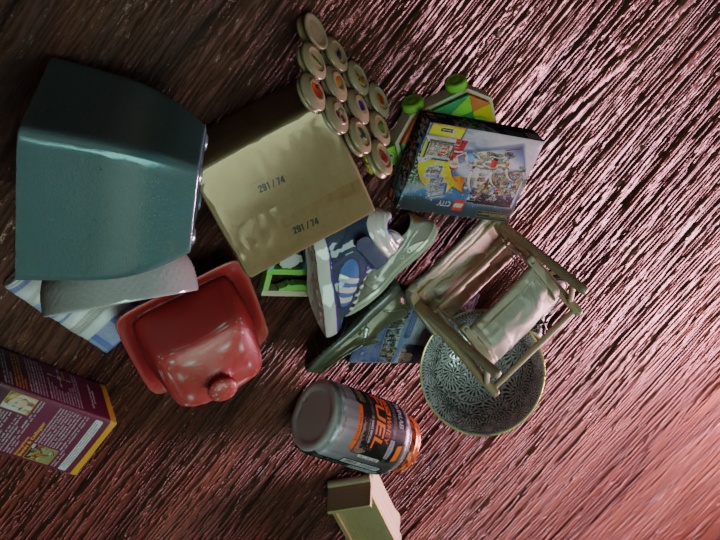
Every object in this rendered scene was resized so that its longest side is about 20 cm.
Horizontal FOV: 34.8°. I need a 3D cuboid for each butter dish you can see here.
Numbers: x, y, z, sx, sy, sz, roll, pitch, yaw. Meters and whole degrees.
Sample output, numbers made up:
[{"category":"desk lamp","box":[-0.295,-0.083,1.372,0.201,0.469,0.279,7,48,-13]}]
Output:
[{"category":"butter dish","box":[-0.214,0.119,1.607,0.198,0.148,0.200,-26,140,-9]}]

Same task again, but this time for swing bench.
[{"category":"swing bench","box":[0.204,0.043,1.740,0.199,0.200,0.130,-42,162,-9]}]

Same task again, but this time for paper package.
[{"category":"paper package","box":[-0.110,-0.120,1.510,0.199,0.104,0.192,-29,125,-4]}]

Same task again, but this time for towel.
[{"category":"towel","box":[-0.363,0.022,1.555,0.147,0.024,0.200,-41,132,7]}]

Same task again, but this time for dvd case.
[{"category":"dvd case","box":[0.084,0.088,1.838,0.198,0.018,0.144,3,122,-28]}]

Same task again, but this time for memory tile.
[{"category":"memory tile","box":[-0.018,-0.223,1.467,0.017,0.155,0.200,-22,140,27]}]

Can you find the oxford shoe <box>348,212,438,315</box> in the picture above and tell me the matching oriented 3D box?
[{"category":"oxford shoe","box":[0.028,-0.012,1.703,0.058,0.075,0.200,41,102,-22]}]

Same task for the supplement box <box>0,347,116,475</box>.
[{"category":"supplement box","box":[-0.456,0.195,1.595,0.199,0.086,0.111,28,109,-39]}]

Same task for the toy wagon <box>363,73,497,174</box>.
[{"category":"toy wagon","box":[0.100,-0.182,1.626,0.198,0.040,0.156,-26,132,-8]}]

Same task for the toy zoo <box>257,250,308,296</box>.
[{"category":"toy zoo","box":[-0.065,-0.050,1.654,0.130,0.021,0.202,1,123,-27]}]

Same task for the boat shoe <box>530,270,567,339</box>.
[{"category":"boat shoe","box":[0.282,0.090,1.909,0.073,0.065,0.201,21,113,-38]}]

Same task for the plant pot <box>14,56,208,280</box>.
[{"category":"plant pot","box":[-0.283,-0.107,1.341,0.197,0.197,0.198,8,123,-7]}]

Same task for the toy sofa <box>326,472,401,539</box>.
[{"category":"toy sofa","box":[0.008,0.433,2.030,0.082,0.098,0.201,-11,134,13]}]

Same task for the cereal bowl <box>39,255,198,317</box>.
[{"category":"cereal bowl","box":[-0.308,0.002,1.448,0.198,0.200,0.084,-10,89,-20]}]

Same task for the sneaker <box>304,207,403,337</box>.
[{"category":"sneaker","box":[0.000,0.000,1.641,0.145,0.081,0.202,-18,132,-15]}]

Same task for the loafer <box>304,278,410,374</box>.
[{"category":"loafer","box":[-0.003,0.097,1.746,0.200,0.075,0.070,-40,116,16]}]

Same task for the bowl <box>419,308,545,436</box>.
[{"category":"bowl","box":[0.197,0.159,1.851,0.198,0.094,0.204,0,93,7]}]

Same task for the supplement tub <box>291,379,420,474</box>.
[{"category":"supplement tub","box":[-0.004,0.257,1.851,0.199,0.123,0.123,23,112,-38]}]

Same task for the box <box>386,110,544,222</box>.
[{"category":"box","box":[0.149,-0.145,1.628,0.198,0.038,0.138,5,122,-30]}]
